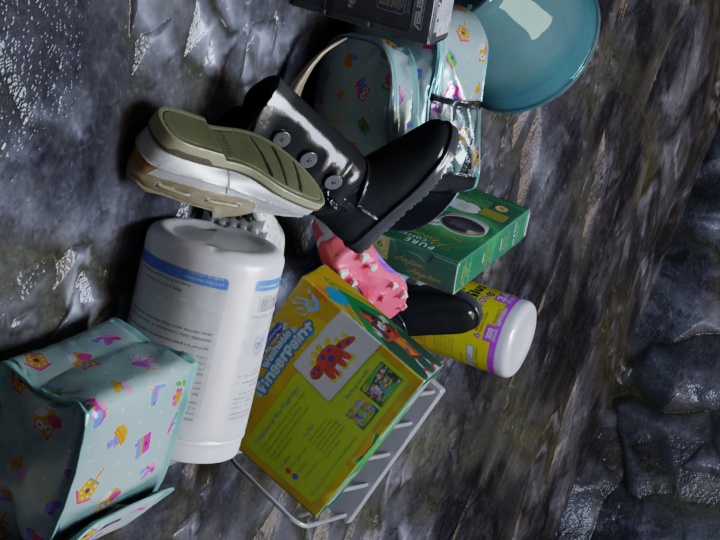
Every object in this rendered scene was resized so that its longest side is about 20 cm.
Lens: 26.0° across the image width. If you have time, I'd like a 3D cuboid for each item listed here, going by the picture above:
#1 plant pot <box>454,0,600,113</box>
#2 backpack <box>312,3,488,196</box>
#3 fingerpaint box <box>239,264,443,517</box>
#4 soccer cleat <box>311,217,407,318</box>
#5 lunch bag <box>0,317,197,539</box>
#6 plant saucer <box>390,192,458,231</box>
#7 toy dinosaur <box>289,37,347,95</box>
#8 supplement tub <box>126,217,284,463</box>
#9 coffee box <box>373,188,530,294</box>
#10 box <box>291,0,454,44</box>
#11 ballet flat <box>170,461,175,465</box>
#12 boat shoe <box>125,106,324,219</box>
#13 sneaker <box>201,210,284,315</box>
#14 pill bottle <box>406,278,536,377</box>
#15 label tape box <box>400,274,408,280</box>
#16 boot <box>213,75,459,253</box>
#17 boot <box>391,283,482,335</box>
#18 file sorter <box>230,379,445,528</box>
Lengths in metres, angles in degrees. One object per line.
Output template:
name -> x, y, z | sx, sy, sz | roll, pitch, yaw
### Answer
plant pot -> 0.151, -0.311, 1.820 | 0.188, 0.200, 0.201 | 29, 81, -53
backpack -> 0.044, -0.193, 1.648 | 0.153, 0.176, 0.201 | 9, 96, -38
fingerpaint box -> -0.041, 0.125, 1.627 | 0.200, 0.167, 0.073 | -54, 171, 21
soccer cleat -> 0.000, 0.000, 1.720 | 0.067, 0.077, 0.200 | -34, 153, 2
lunch bag -> -0.239, 0.163, 1.327 | 0.170, 0.122, 0.201 | -22, 132, -61
plant saucer -> 0.076, -0.139, 1.754 | 0.039, 0.201, 0.202 | 13, 97, -37
toy dinosaur -> -0.081, -0.151, 1.568 | 0.101, 0.058, 0.200 | -44, 157, -77
supplement tub -> -0.153, 0.062, 1.440 | 0.132, 0.132, 0.201 | -14, 121, -65
coffee box -> 0.103, -0.043, 1.823 | 0.200, 0.123, 0.044 | -37, 142, -54
box -> 0.023, -0.334, 1.501 | 0.048, 0.158, 0.201 | -31, 135, -56
ballet flat -> -0.163, 0.105, 1.563 | 0.200, 0.067, 0.062 | -59, 172, -9
boat shoe -> -0.123, -0.086, 1.408 | 0.200, 0.075, 0.068 | 22, 122, -39
sneaker -> -0.111, -0.034, 1.558 | 0.200, 0.075, 0.081 | 91, 19, -57
pill bottle -> 0.119, 0.060, 2.014 | 0.104, 0.200, 0.104 | -50, 150, -43
label tape box -> 0.003, -0.017, 1.854 | 0.200, 0.066, 0.144 | -48, 149, -38
boot -> -0.022, -0.127, 1.502 | 0.200, 0.066, 0.165 | 37, 98, -30
boot -> 0.036, 0.100, 1.884 | 0.200, 0.164, 0.066 | -52, 136, -40
file sorter -> -0.034, 0.171, 1.747 | 0.200, 0.139, 0.124 | -56, 158, 17
